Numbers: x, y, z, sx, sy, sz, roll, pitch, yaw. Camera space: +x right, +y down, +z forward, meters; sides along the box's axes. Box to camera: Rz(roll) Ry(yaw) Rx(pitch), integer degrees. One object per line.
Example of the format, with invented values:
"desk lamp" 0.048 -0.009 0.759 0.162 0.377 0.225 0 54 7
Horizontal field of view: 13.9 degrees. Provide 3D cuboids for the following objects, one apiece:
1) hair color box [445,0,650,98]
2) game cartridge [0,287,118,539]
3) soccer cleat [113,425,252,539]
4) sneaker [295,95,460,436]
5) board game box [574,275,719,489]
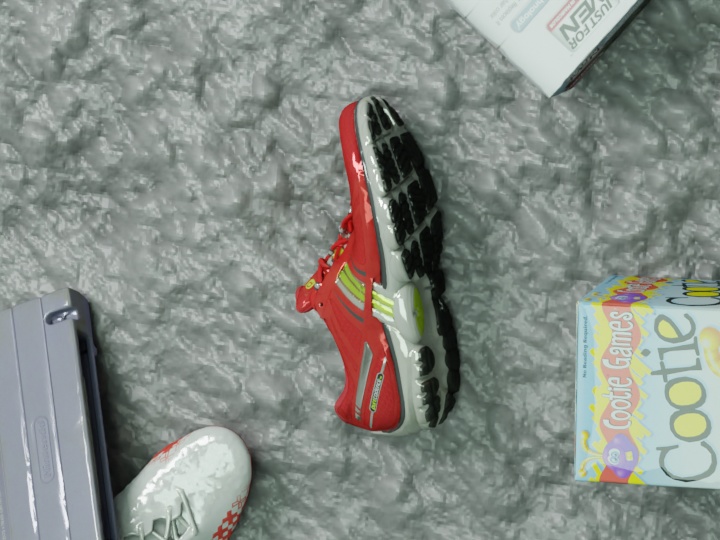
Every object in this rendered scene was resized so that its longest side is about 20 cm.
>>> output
"hair color box" 0.074 -0.203 1.664 0.200 0.061 0.099 44 108 6
"game cartridge" -0.212 0.121 1.773 0.130 0.038 0.200 -21 63 23
"soccer cleat" -0.140 0.173 1.777 0.200 0.085 0.069 -44 85 18
"sneaker" 0.000 0.000 1.714 0.085 0.077 0.200 -4 98 22
"board game box" 0.227 0.063 1.640 0.200 0.105 0.103 2 99 15
